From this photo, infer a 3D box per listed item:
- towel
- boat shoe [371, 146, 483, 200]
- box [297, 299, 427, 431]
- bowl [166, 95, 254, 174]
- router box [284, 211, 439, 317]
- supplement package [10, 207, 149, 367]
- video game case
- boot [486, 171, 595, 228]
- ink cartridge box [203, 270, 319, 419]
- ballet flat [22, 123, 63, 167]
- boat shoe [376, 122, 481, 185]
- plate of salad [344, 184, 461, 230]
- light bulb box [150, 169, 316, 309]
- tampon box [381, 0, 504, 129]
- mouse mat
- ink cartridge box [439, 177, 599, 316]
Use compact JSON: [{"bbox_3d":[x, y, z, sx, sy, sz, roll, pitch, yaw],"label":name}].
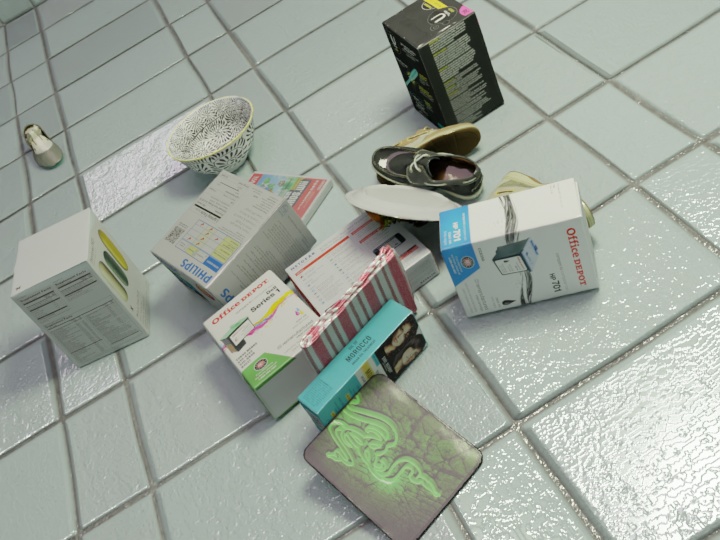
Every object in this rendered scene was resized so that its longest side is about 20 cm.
[{"bbox_3d":[0.000,0.076,1.233,0.030,0.147,0.200,30,68,37],"label":"towel"},{"bbox_3d":[0.110,-0.177,1.436,0.198,0.068,0.073,16,77,16],"label":"boat shoe"},{"bbox_3d":[0.006,0.143,1.214,0.200,0.083,0.049,-46,46,-17],"label":"box"},{"bbox_3d":[-0.293,-0.263,1.774,0.198,0.095,0.202,-16,43,16],"label":"bowl"},{"bbox_3d":[0.000,0.000,1.383,0.199,0.049,0.180,-35,41,-7],"label":"router box"},{"bbox_3d":[-0.490,0.032,1.511,0.149,0.201,0.153,-24,42,6],"label":"supplement package"},{"bbox_3d":[-0.164,-0.129,1.626,0.198,0.018,0.144,9,55,36],"label":"video game case"},{"bbox_3d":[0.243,-0.068,1.297,0.154,0.072,0.199,-40,36,-14],"label":"boot"},{"bbox_3d":[-0.136,0.109,1.324,0.144,0.084,0.200,-39,42,-11],"label":"ink cartridge box"},{"bbox_3d":[-0.806,-0.316,2.138,0.067,0.064,0.200,-39,43,-11],"label":"ballet flat"},{"bbox_3d":[0.115,-0.221,1.518,0.198,0.074,0.067,-21,47,10],"label":"boat shoe"},{"bbox_3d":[0.071,-0.100,1.382,0.197,0.049,0.200,6,17,-2],"label":"plate of salad"},{"bbox_3d":[-0.220,-0.042,1.478,0.197,0.125,0.201,27,72,43],"label":"light bulb box"},{"bbox_3d":[0.152,-0.381,1.560,0.125,0.201,0.150,-33,42,-5],"label":"tampon box"},{"bbox_3d":[0.040,0.243,1.116,0.199,0.008,0.161,34,70,31],"label":"mouse mat"},{"bbox_3d":[0.225,-0.030,1.211,0.197,0.147,0.087,-13,42,18],"label":"ink cartridge box"}]
